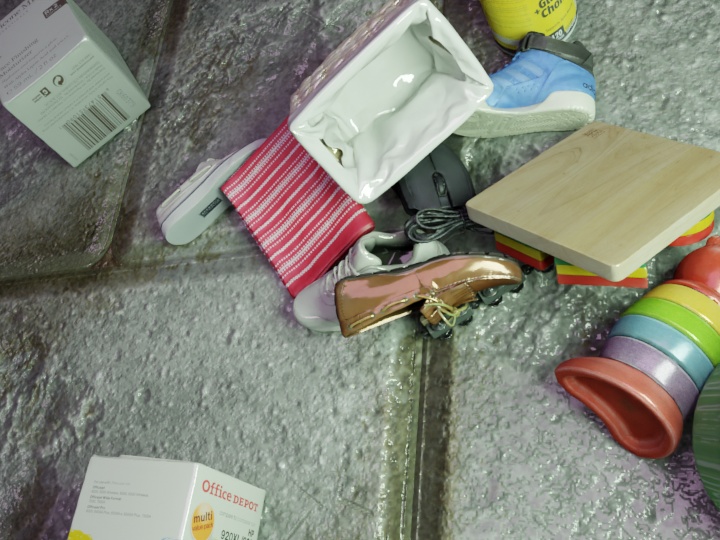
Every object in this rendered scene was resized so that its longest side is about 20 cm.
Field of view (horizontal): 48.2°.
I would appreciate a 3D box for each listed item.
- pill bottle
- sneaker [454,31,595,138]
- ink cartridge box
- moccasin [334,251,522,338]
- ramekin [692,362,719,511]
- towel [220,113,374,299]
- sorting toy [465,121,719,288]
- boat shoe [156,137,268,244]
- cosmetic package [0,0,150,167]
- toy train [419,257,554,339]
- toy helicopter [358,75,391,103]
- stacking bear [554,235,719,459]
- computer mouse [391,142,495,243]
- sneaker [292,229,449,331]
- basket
[{"bbox_3d":[0.190,-0.360,0.963,0.111,0.200,0.113,-11,60,20],"label":"pill bottle"},{"bbox_3d":[0.182,-0.228,0.970,0.198,0.077,0.112,0,70,21],"label":"sneaker"},{"bbox_3d":[-0.207,0.308,0.831,0.143,0.147,0.202,-3,63,24],"label":"ink cartridge box"},{"bbox_3d":[0.072,0.028,0.845,0.199,0.074,0.079,-12,75,2],"label":"moccasin"},{"bbox_3d":[0.366,0.137,0.635,0.197,0.098,0.203,0,81,-2],"label":"ramekin"},{"bbox_3d":[-0.083,-0.080,1.010,0.144,0.022,0.201,-42,67,16],"label":"towel"},{"bbox_3d":[0.246,-0.058,0.807,0.199,0.070,0.198,-32,35,-21],"label":"sorting toy"},{"bbox_3d":[-0.200,-0.120,1.106,0.200,0.072,0.066,-42,58,10],"label":"boat shoe"},{"bbox_3d":[-0.470,-0.312,1.275,0.164,0.165,0.200,-38,54,1],"label":"cosmetic package"},{"bbox_3d":[0.147,0.012,0.888,0.199,0.034,0.046,-34,53,6],"label":"toy train"},{"bbox_3d":[-0.004,-0.193,1.024,0.078,0.132,0.202,21,92,0],"label":"toy helicopter"},{"bbox_3d":[0.297,0.058,0.748,0.121,0.114,0.200,44,72,-1],"label":"stacking bear"},{"bbox_3d":[0.089,-0.107,0.927,0.137,0.053,0.200,-12,35,-13],"label":"computer mouse"},{"bbox_3d":[0.000,0.000,0.924,0.198,0.099,0.078,-27,56,11],"label":"sneaker"},{"bbox_3d":[0.025,-0.199,0.904,0.200,0.136,0.124,-41,27,11],"label":"basket"}]
